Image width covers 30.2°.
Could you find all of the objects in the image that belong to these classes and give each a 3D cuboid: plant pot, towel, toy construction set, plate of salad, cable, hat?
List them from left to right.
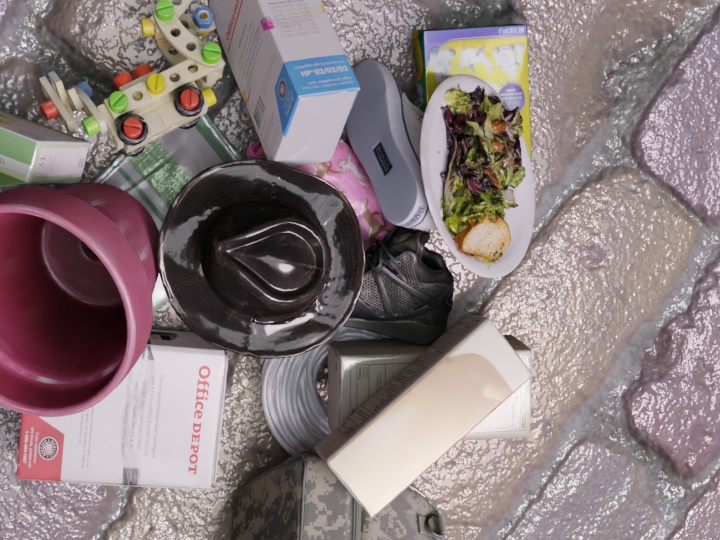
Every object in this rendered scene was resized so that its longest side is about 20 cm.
[{"bbox_3d":[-0.270,0.006,1.234,0.197,0.179,0.203,4,112,11],"label":"plant pot"},{"bbox_3d":[-0.214,-0.187,1.289,0.198,0.092,0.132,-31,84,-3],"label":"toy construction set"},{"bbox_3d":[-0.200,-0.059,1.355,0.200,0.031,0.149,-43,104,-1],"label":"towel"},{"bbox_3d":[-0.088,-0.008,1.221,0.197,0.081,0.204,0,94,-7],"label":"hat"},{"bbox_3d":[-0.008,0.115,1.406,0.197,0.069,0.203,15,97,-13],"label":"cable"},{"bbox_3d":[0.125,-0.095,1.305,0.199,0.048,0.204,15,70,-48],"label":"plate of salad"}]

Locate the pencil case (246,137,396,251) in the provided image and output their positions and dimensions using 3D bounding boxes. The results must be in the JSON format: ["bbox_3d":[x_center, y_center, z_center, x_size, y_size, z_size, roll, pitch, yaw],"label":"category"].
[{"bbox_3d":[-0.027,-0.076,1.361,0.082,0.087,0.200,-32,108,34],"label":"pencil case"}]

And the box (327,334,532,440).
[{"bbox_3d":[0.068,0.119,1.344,0.197,0.078,0.097,0,100,-10],"label":"box"}]

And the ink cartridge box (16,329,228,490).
[{"bbox_3d":[-0.241,0.136,1.354,0.197,0.083,0.149,6,100,-12],"label":"ink cartridge box"}]

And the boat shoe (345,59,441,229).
[{"bbox_3d":[0.049,-0.124,1.339,0.085,0.204,0.075,14,132,-40],"label":"boat shoe"}]

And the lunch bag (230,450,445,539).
[{"bbox_3d":[-0.026,0.279,1.362,0.166,0.200,0.141,12,60,-26],"label":"lunch bag"}]

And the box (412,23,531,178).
[{"bbox_3d":[0.118,-0.152,1.394,0.115,0.048,0.203,-6,103,-11],"label":"box"}]

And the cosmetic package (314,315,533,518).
[{"bbox_3d":[0.057,0.133,1.246,0.199,0.105,0.071,-41,95,-6],"label":"cosmetic package"}]

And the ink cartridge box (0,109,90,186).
[{"bbox_3d":[-0.355,-0.118,1.204,0.144,0.200,0.049,21,99,14],"label":"ink cartridge box"}]

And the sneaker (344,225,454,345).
[{"bbox_3d":[0.000,0.000,1.309,0.196,0.077,0.116,11,116,-6],"label":"sneaker"}]

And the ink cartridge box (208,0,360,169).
[{"bbox_3d":[-0.077,-0.214,1.272,0.067,0.116,0.202,-11,64,-25],"label":"ink cartridge box"}]
